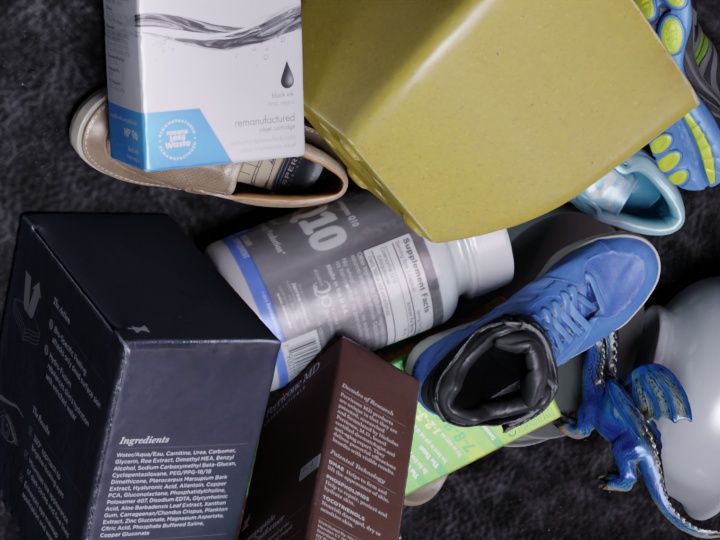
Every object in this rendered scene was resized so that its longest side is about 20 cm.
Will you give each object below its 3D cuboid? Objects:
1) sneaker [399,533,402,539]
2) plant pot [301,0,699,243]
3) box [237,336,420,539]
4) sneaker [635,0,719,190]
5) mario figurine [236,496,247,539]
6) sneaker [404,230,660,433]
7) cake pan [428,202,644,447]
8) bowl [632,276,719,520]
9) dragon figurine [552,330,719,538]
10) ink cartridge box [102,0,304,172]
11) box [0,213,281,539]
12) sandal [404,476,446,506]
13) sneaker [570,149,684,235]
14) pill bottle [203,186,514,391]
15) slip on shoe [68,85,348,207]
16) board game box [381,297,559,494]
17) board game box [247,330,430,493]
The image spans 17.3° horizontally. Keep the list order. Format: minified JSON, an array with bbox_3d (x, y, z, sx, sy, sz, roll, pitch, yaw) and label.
[{"bbox_3d":[-0.001,0.181,1.786,0.060,0.104,0.200,-5,119,-26],"label":"sneaker"},{"bbox_3d":[0.064,-0.138,1.580,0.200,0.195,0.194,-43,128,-3],"label":"plant pot"},{"bbox_3d":[-0.024,0.153,1.570,0.075,0.200,0.100,32,129,-18],"label":"box"},{"bbox_3d":[0.227,-0.158,1.748,0.071,0.083,0.200,-13,113,20],"label":"sneaker"},{"bbox_3d":[-0.180,0.203,1.696,0.200,0.106,0.123,-24,158,12],"label":"mario figurine"},{"bbox_3d":[0.130,0.045,1.631,0.199,0.111,0.077,-27,106,-5],"label":"sneaker"},{"bbox_3d":[0.139,0.038,1.787,0.200,0.037,0.201,-8,103,-36],"label":"cake pan"},{"bbox_3d":[0.254,0.085,1.839,0.090,0.201,0.202,20,108,-9],"label":"bowl"},{"bbox_3d":[0.202,0.107,1.737,0.059,0.200,0.100,-17,147,-31],"label":"dragon figurine"},{"bbox_3d":[-0.102,-0.171,1.526,0.116,0.068,0.201,-8,104,-25],"label":"ink cartridge box"},{"bbox_3d":[-0.160,0.091,1.589,0.117,0.197,0.201,0,116,-29],"label":"box"},{"bbox_3d":[0.071,0.100,1.811,0.080,0.054,0.201,7,113,-31],"label":"sandal"},{"bbox_3d":[0.165,-0.082,1.741,0.200,0.082,0.074,20,105,-32],"label":"sneaker"},{"bbox_3d":[0.000,0.000,1.669,0.199,0.114,0.114,-22,125,-11],"label":"pill bottle"},{"bbox_3d":[-0.099,-0.080,1.612,0.200,0.061,0.076,13,110,-33],"label":"slip on shoe"},{"bbox_3d":[0.035,0.107,1.706,0.200,0.030,0.096,-27,106,-6],"label":"board game box"},{"bbox_3d":[-0.032,0.104,1.742,0.095,0.030,0.200,41,97,3],"label":"board game box"}]
